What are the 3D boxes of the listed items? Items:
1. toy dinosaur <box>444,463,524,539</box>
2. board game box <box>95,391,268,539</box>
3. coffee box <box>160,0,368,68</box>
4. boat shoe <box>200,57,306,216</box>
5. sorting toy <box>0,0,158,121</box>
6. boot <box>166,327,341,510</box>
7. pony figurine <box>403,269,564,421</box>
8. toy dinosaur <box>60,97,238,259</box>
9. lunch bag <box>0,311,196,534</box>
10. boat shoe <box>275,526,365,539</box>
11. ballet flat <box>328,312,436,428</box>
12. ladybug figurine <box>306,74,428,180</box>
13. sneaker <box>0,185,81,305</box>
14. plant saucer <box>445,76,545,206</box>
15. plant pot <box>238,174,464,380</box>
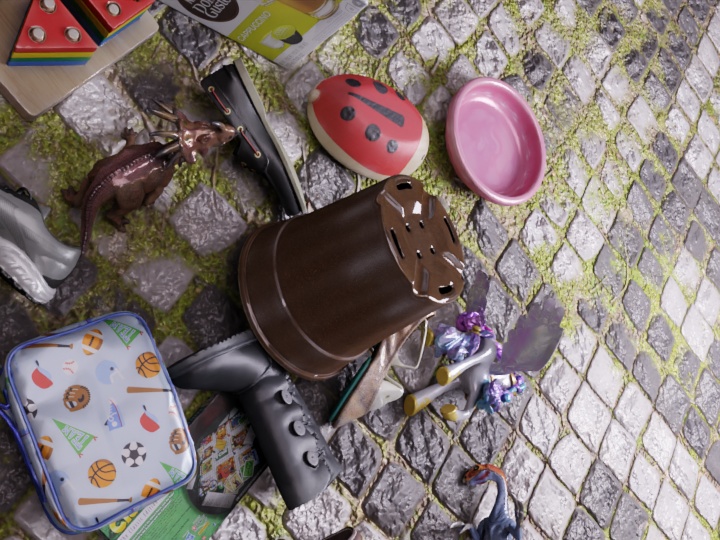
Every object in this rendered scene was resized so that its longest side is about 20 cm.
[{"bbox_3d":[0.172,0.367,1.072,0.201,0.104,0.183,73,26,-47],"label":"toy dinosaur"},{"bbox_3d":[-0.182,0.233,0.854,0.105,0.023,0.200,54,54,-16],"label":"board game box"},{"bbox_3d":[-0.104,-0.406,0.952,0.196,0.199,0.203,22,68,-29],"label":"coffee box"},{"bbox_3d":[-0.126,-0.153,0.965,0.063,0.074,0.203,-27,109,-1],"label":"boat shoe"},{"bbox_3d":[-0.339,-0.301,0.837,0.201,0.069,0.199,51,55,-15],"label":"sorting toy"},{"bbox_3d":[-0.112,0.170,0.866,0.164,0.065,0.202,-20,87,-54],"label":"boot"},{"bbox_3d":[0.164,0.113,1.074,0.198,0.166,0.196,-3,113,-40],"label":"pony figurine"},{"bbox_3d":[-0.234,-0.106,0.826,0.086,0.135,0.200,49,56,-16],"label":"toy dinosaur"},{"bbox_3d":[-0.262,0.145,0.776,0.159,0.075,0.202,-20,84,-32],"label":"lunch bag"},{"bbox_3d":[-0.079,0.333,0.877,0.199,0.072,0.073,-25,95,-31],"label":"boat shoe"},{"bbox_3d":[0.034,0.118,0.982,0.067,0.068,0.202,30,80,1],"label":"ballet flat"},{"bbox_3d":[0.018,-0.199,1.071,0.198,0.072,0.138,18,69,-31],"label":"ladybug figurine"},{"bbox_3d":[-0.356,-0.060,0.761,0.079,0.074,0.201,-48,114,-20],"label":"sneaker"},{"bbox_3d":[0.202,-0.194,1.218,0.199,0.051,0.203,10,72,-34],"label":"plant saucer"},{"bbox_3d":[0.000,0.000,0.900,0.199,0.197,0.202,32,46,-39],"label":"plant pot"}]
